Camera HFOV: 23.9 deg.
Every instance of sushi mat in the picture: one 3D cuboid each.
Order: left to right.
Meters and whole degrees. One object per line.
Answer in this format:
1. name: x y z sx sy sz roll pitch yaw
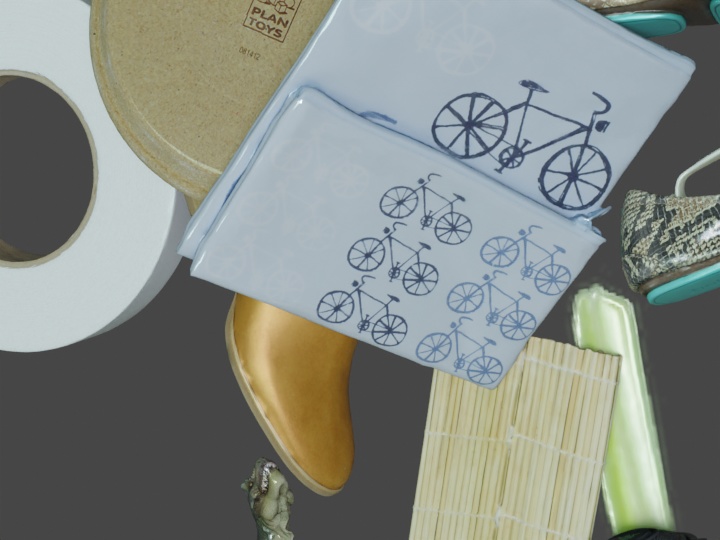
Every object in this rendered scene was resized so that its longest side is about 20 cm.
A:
1. sushi mat: 0.073 0.130 0.879 0.095 0.012 0.202 11 101 17

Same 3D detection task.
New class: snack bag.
1. snack bag: 0.042 -0.049 0.784 0.188 0.021 0.201 23 112 -28

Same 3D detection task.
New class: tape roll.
1. tape roll: -0.184 -0.057 0.932 0.201 0.037 0.205 2 97 19

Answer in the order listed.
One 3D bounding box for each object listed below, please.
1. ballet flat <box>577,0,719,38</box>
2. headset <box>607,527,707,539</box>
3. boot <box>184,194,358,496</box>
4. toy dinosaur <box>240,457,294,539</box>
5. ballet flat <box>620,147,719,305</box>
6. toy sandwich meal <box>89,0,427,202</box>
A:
1. ballet flat: 0.161 -0.141 0.790 0.198 0.070 0.066 2 83 15
2. headset: 0.156 0.175 0.813 0.123 0.094 0.200 44 110 9
3. boot: 0.000 -0.001 0.858 0.143 0.071 0.203 -23 85 20
4. toy dinosaur: -0.038 0.201 0.910 0.088 0.047 0.202 17 103 31
5. ballet flat: 0.214 -0.039 0.787 0.199 0.068 0.076 -13 77 22
6. toy sandwich meal: -0.041 -0.123 0.830 0.203 0.070 0.207 -1 84 5
